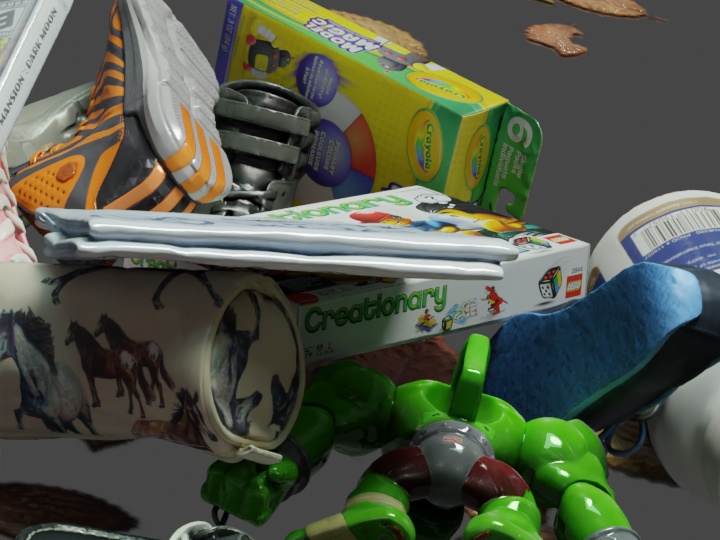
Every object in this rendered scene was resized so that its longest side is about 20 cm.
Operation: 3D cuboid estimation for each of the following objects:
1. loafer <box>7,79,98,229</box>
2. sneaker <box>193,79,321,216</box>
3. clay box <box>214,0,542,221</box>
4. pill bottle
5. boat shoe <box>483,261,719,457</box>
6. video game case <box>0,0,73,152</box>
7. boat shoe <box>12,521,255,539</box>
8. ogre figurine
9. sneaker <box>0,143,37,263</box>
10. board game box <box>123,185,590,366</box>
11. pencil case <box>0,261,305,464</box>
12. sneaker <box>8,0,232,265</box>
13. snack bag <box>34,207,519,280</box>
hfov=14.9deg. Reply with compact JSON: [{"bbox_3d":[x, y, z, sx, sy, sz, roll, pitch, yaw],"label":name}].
[{"bbox_3d":[-0.195,-0.048,1.454,0.200,0.070,0.070,-23,1,-41],"label":"loafer"},{"bbox_3d":[-0.065,-0.037,1.438,0.071,0.099,0.200,14,27,-4],"label":"sneaker"},{"bbox_3d":[0.002,-0.067,1.517,0.200,0.115,0.048,29,30,32],"label":"clay box"},{"bbox_3d":[0.187,0.050,1.370,0.111,0.111,0.200,6,26,-15],"label":"pill bottle"},{"bbox_3d":[0.120,0.052,1.296,0.068,0.084,0.200,5,-13,-26],"label":"boat shoe"},{"bbox_3d":[-0.247,-0.059,1.286,0.200,0.023,0.182,-6,47,30],"label":"video game case"},{"bbox_3d":[-0.053,0.134,1.133,0.199,0.060,0.076,16,25,5],"label":"boat shoe"},{"bbox_3d":[0.040,0.095,1.218,0.199,0.098,0.120,-1,32,11],"label":"ogre figurine"},{"bbox_3d":[-0.189,-0.033,1.329,0.200,0.075,0.105,35,76,21],"label":"sneaker"},{"bbox_3d":[0.000,0.000,1.348,0.200,0.035,0.126,-11,23,-43],"label":"board game box"},{"bbox_3d":[-0.122,0.041,1.197,0.200,0.090,0.078,1,-1,27],"label":"pencil case"},{"bbox_3d":[-0.134,-0.073,1.414,0.078,0.112,0.200,50,14,-27],"label":"sneaker"},{"bbox_3d":[-0.048,-0.012,1.210,0.188,0.021,0.200,2,3,-15],"label":"snack bag"}]
